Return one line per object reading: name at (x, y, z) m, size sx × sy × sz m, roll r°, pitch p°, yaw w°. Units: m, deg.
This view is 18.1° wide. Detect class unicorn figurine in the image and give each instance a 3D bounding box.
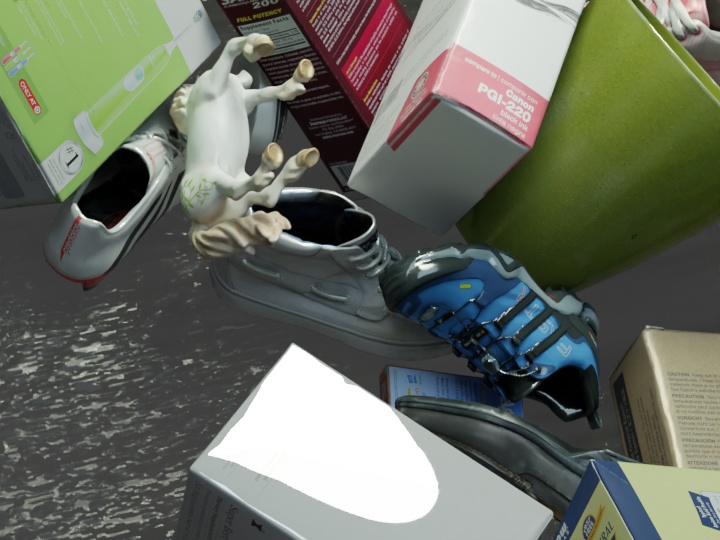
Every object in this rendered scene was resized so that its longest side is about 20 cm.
unicorn figurine at (-0.086, -0.095, 1.512) m, size 0.074 × 0.137 × 0.201 m, roll 35°, pitch 49°, yaw -27°

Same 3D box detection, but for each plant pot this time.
plant pot at (0.168, -0.072, 1.612) m, size 0.187 × 0.200 × 0.187 m, roll 45°, pitch 12°, yaw -12°

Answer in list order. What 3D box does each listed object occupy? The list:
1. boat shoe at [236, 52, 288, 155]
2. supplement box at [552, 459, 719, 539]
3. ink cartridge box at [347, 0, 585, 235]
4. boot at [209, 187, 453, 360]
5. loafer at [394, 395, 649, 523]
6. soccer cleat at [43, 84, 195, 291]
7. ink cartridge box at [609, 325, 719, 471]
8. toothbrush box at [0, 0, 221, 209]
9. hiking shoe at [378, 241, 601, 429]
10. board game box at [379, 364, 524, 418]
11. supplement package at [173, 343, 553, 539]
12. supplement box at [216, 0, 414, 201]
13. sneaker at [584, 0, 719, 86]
boat shoe at (-0.052, -0.167, 1.676) m, size 0.063 × 0.071 × 0.201 m, roll 16°, pitch 54°, yaw -14°
supplement box at (0.237, 0.238, 1.422) m, size 0.198 × 0.135 × 0.200 m, roll 7°, pitch 32°, yaw -24°
ink cartridge box at (0.082, -0.146, 1.569) m, size 0.084 × 0.146 × 0.201 m, roll 28°, pitch 58°, yaw -12°
boot at (0.000, 0.000, 1.567) m, size 0.198 × 0.096 × 0.074 m, roll 11°, pitch 54°, yaw -14°
loafer at (0.110, 0.138, 1.510) m, size 0.199 × 0.073 × 0.073 m, roll 20°, pitch 85°, yaw 7°
soccer cleat at (-0.150, -0.071, 1.563) m, size 0.068 × 0.085 × 0.200 m, roll 34°, pitch 52°, yaw 4°
ink cartridge box at (0.290, 0.132, 1.604) m, size 0.198 × 0.075 × 0.166 m, roll 4°, pitch 55°, yaw -18°
toothbrush box at (-0.204, -0.157, 1.524) m, size 0.200 × 0.086 × 0.146 m, roll -50°, pitch 123°, yaw -38°
hiking shoe at (0.098, 0.042, 1.545) m, size 0.199 × 0.074 × 0.087 m, roll 19°, pitch 46°, yaw -37°
board game box at (0.067, 0.160, 1.533) m, size 0.102 × 0.019 × 0.201 m, roll 8°, pitch 55°, yaw -15°
supplement package at (-0.002, 0.167, 1.419) m, size 0.199 × 0.122 × 0.120 m, roll 32°, pitch 55°, yaw 11°
supplement box at (-0.016, -0.161, 1.625) m, size 0.201 × 0.061 × 0.109 m, roll 57°, pitch 44°, yaw -30°
sneaker at (0.216, -0.194, 1.780) m, size 0.199 × 0.105 × 0.076 m, roll 10°, pitch 56°, yaw -14°
